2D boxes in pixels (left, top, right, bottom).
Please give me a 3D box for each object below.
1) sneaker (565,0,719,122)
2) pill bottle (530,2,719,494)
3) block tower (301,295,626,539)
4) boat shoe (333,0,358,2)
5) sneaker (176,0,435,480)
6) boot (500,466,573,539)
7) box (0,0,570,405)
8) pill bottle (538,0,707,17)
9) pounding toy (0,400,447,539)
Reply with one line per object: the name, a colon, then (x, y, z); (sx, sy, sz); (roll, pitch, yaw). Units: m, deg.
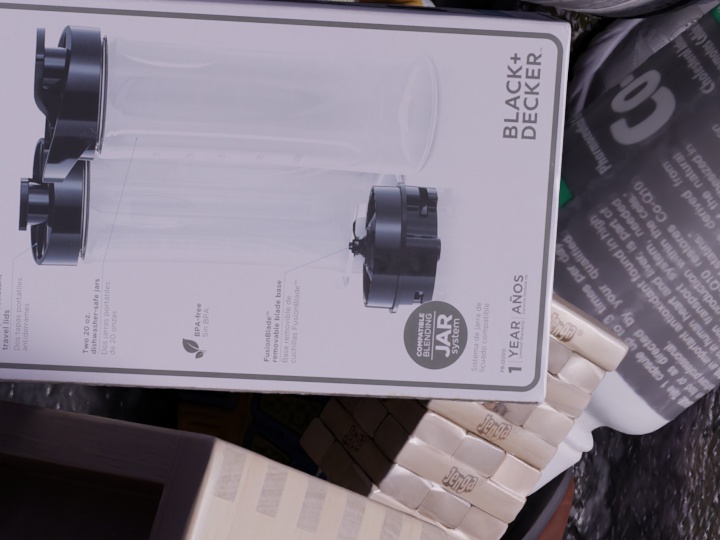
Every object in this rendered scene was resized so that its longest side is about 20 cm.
sneaker: (0.147, -0.081, 1.203); (0.200, 0.082, 0.075); (-60, 141, -27)
pill bottle: (0.111, -0.011, 1.064); (0.200, 0.113, 0.113); (-38, 143, 9)
block tower: (0.003, 0.086, 0.941); (0.054, 0.058, 0.200); (29, 99, -32)
boat shoe: (-0.034, -0.095, 0.951); (0.072, 0.066, 0.201); (12, 88, -56)
sneaker: (0.000, 0.000, 1.019); (0.088, 0.075, 0.200); (32, 75, -60)
boot: (0.050, 0.187, 1.142); (0.188, 0.068, 0.200); (-59, 141, -29)
box: (-0.043, -0.025, 0.847); (0.060, 0.200, 0.117); (-117, -151, -80)
pill bottle: (0.085, -0.152, 1.049); (0.200, 0.113, 0.113); (-1, 99, -64)
pounding toy: (-0.083, 0.154, 0.863); (0.142, 0.184, 0.200); (25, 77, -42)
